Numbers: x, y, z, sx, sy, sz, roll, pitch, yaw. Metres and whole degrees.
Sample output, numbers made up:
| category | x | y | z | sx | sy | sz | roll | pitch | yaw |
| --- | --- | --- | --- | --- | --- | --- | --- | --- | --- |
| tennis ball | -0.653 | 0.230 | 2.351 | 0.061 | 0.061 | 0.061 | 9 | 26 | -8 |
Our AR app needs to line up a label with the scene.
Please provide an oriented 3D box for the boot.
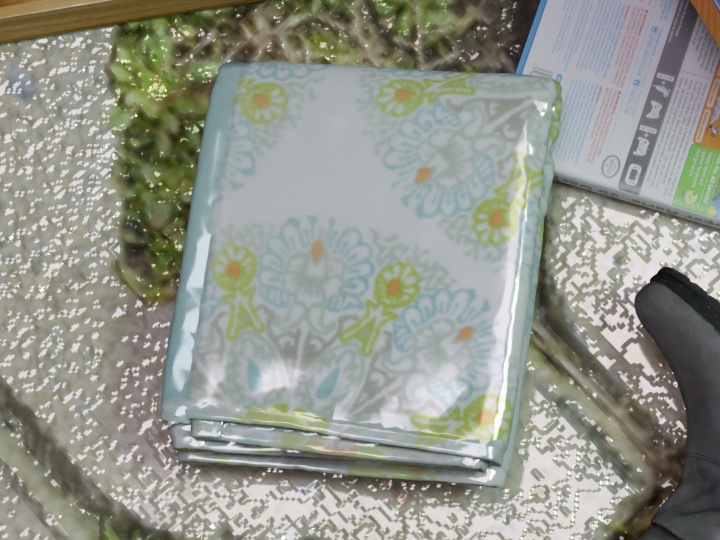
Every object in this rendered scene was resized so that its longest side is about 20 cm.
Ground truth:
| category | x | y | z | sx | sy | sz | roll | pitch | yaw |
| --- | --- | --- | --- | --- | --- | --- | --- | --- | --- |
| boot | 0.150 | 0.105 | 1.307 | 0.132 | 0.070 | 0.200 | -35 | 68 | 1 |

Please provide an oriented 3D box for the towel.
| category | x | y | z | sx | sy | sz | roll | pitch | yaw |
| --- | --- | --- | --- | --- | --- | --- | --- | --- | --- |
| towel | 0.000 | 0.000 | 1.361 | 0.171 | 0.048 | 0.200 | 5 | 76 | 13 |

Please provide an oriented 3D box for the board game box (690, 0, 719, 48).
| category | x | y | z | sx | sy | sz | roll | pitch | yaw |
| --- | --- | --- | --- | --- | --- | --- | --- | --- | --- |
| board game box | 0.244 | -0.219 | 1.301 | 0.200 | 0.200 | 0.200 | -24 | 71 | -16 |

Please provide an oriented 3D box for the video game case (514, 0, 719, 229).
| category | x | y | z | sx | sy | sz | roll | pitch | yaw |
| --- | --- | --- | --- | --- | --- | --- | --- | --- | --- |
| video game case | 0.178 | -0.091 | 1.387 | 0.200 | 0.018 | 0.143 | 17 | 75 | 12 |

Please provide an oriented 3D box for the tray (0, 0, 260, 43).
| category | x | y | z | sx | sy | sz | roll | pitch | yaw |
| --- | --- | --- | --- | --- | --- | --- | --- | --- | --- |
| tray | -0.099 | -0.178 | 1.439 | 0.200 | 0.037 | 0.099 | -9 | 72 | 5 |
